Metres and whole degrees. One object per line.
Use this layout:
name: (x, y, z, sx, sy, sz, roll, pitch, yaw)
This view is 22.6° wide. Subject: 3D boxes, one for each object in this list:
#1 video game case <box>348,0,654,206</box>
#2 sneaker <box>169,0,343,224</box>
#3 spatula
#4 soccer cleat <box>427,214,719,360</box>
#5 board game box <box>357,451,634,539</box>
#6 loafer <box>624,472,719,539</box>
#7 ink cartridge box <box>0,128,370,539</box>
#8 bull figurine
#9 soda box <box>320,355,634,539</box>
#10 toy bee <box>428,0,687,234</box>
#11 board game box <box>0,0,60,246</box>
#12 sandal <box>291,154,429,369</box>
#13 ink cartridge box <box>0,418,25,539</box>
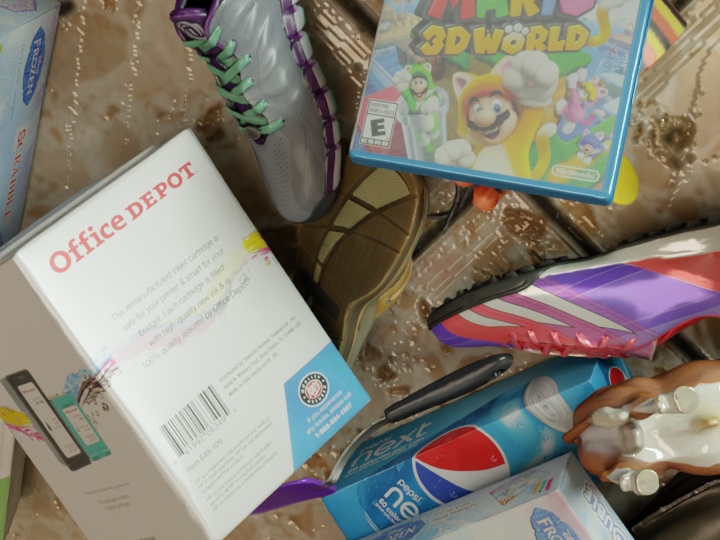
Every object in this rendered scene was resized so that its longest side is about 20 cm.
video game case: (0.083, -0.143, 0.961, 0.142, 0.018, 0.201, 10, 79, 15)
sneaker: (-0.072, -0.119, 1.029, 0.074, 0.087, 0.201, -4, 101, 49)
spatula: (0.006, 0.101, 1.085, 0.200, 0.056, 0.021, -34, 67, 12)
soccer cleat: (0.134, 0.025, 1.046, 0.199, 0.068, 0.074, -16, 87, 21)
board game box: (0.098, 0.228, 1.091, 0.199, 0.043, 0.200, -26, 107, 32)
loafer: (0.187, 0.184, 1.100, 0.073, 0.071, 0.200, 47, 119, -5)
ink cartridge box: (-0.129, 0.048, 1.082, 0.146, 0.147, 0.200, -20, 106, 54)
bull figurine: (0.212, 0.076, 0.991, 0.199, 0.121, 0.065, -17, 90, -1)
soda box: (0.078, 0.115, 1.109, 0.199, 0.068, 0.064, -27, 102, 27)
toy bee: (0.097, -0.073, 1.000, 0.130, 0.109, 0.201, 28, 118, 3)
board game box: (-0.258, -0.052, 1.077, 0.041, 0.200, 0.201, 22, 117, 11)
sandal: (0.000, 0.000, 1.093, 0.080, 0.054, 0.200, 50, 140, 27)
ink cartridge box: (-0.329, 0.109, 1.217, 0.199, 0.067, 0.118, 10, 116, -3)
